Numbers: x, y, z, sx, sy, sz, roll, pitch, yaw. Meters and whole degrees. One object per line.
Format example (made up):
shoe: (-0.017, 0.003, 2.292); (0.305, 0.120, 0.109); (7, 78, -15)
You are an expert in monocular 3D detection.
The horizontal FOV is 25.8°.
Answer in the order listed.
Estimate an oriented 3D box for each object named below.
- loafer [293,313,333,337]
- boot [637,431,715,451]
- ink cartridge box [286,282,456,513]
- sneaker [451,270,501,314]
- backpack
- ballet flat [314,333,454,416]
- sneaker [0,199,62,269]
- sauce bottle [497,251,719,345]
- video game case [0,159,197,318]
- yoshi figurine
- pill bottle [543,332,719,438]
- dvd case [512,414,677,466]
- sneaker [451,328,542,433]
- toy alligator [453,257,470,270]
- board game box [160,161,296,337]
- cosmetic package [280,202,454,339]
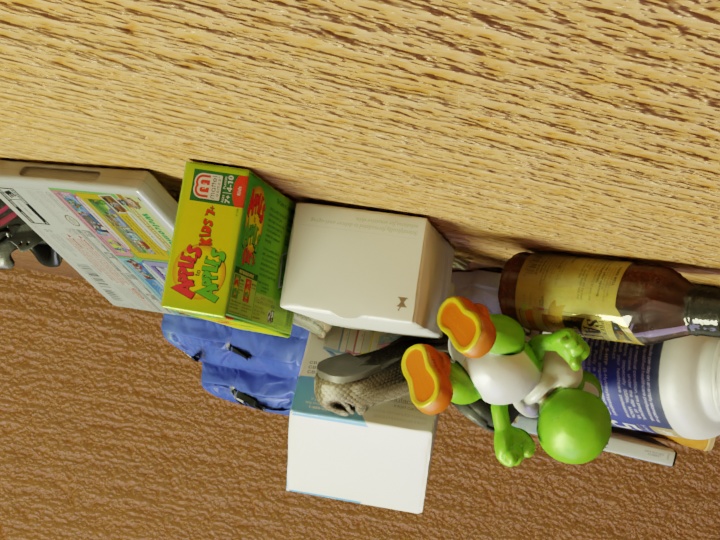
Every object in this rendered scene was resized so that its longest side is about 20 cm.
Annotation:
loafer: (-0.116, 0.013, 1.376); (0.199, 0.063, 0.072); (30, 164, 0)
boot: (0.260, 0.125, 1.479); (0.143, 0.071, 0.201); (9, 172, 6)
ink cartridge box: (0.013, 0.097, 1.439); (0.128, 0.201, 0.126); (8, 138, 4)
sneaker: (0.124, 0.061, 1.530); (0.073, 0.116, 0.200); (13, 173, -20)
backpack: (-0.106, 0.054, 1.612); (0.199, 0.169, 0.162); (15, 178, 28)
ballet flat: (0.043, 0.086, 1.329); (0.199, 0.047, 0.067); (-13, -158, -40)
sneaker: (-0.323, -0.044, 1.353); (0.076, 0.084, 0.199); (5, 173, 43)
sauce bottle: (0.205, 0.024, 1.211); (0.199, 0.066, 0.066); (7, 175, 37)
video game case: (-0.188, -0.021, 1.279); (0.181, 0.022, 0.200); (7, 151, 36)
yoshi figurine: (0.133, 0.096, 1.230); (0.112, 0.113, 0.199); (-6, 161, 44)
pill bottle: (0.264, 0.080, 1.335); (0.119, 0.120, 0.199); (14, 174, -44)
dvd case: (0.191, 0.149, 1.519); (0.199, 0.018, 0.143); (13, -178, -7)
sneaker: (0.141, 0.083, 1.420); (0.074, 0.089, 0.200); (39, -156, 11)
toy alligator: (0.000, 0.000, 1.407); (0.199, 0.055, 0.059); (11, 176, -11)
board game box: (-0.087, -0.011, 1.152); (0.047, 0.102, 0.200); (8, 175, 11)
cosmetic package: (0.011, 0.005, 1.254); (0.107, 0.085, 0.200); (8, 175, 9)
